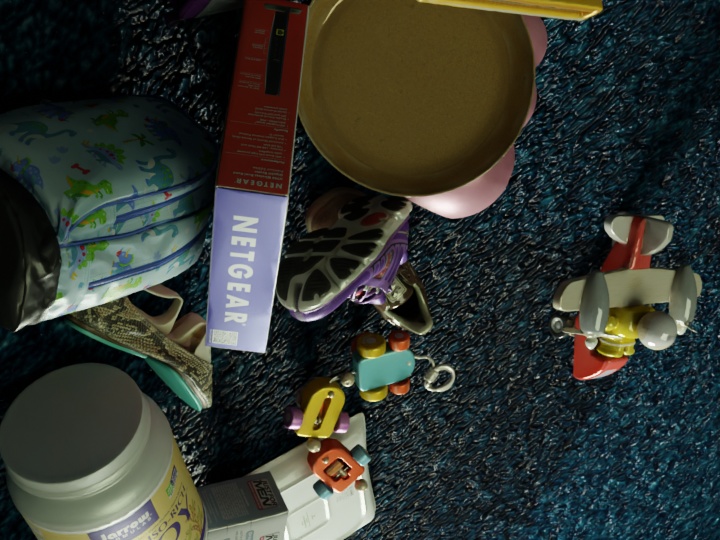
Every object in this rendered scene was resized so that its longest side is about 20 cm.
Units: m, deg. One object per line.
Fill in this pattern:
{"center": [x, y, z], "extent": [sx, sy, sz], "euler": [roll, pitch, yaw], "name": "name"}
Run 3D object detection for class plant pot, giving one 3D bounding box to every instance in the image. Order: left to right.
{"center": [0.042, -0.161, 0.949], "extent": [0.199, 0.027, 0.201], "euler": [0, 95, -5], "name": "plant pot"}

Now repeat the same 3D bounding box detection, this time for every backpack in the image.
{"center": [-0.193, -0.050, 0.833], "extent": [0.200, 0.163, 0.154], "euler": [1, 120, -51], "name": "backpack"}

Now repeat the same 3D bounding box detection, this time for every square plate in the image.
{"center": [-0.066, 0.274, 1.322], "extent": [0.198, 0.028, 0.200], "euler": [-27, 138, -20], "name": "square plate"}

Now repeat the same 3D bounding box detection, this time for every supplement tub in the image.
{"center": [-0.224, 0.191, 1.021], "extent": [0.145, 0.145, 0.200], "euler": [-30, 139, -17], "name": "supplement tub"}

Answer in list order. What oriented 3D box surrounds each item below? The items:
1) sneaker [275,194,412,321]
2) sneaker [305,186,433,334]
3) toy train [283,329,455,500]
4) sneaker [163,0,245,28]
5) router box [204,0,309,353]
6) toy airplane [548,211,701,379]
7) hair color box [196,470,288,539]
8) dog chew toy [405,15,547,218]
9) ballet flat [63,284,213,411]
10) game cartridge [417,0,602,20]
{"center": [0.000, 0.000, 0.984], "extent": [0.200, 0.080, 0.084], "euler": [-40, 125, -56], "name": "sneaker"}
{"center": [0.020, -0.007, 1.111], "extent": [0.070, 0.076, 0.200], "euler": [-43, 141, 0], "name": "sneaker"}
{"center": [-0.003, 0.143, 1.227], "extent": [0.200, 0.056, 0.150], "euler": [-46, 128, 6], "name": "toy train"}
{"center": [-0.112, -0.254, 0.786], "extent": [0.087, 0.074, 0.200], "euler": [-25, 138, -15], "name": "sneaker"}
{"center": [-0.078, -0.067, 0.862], "extent": [0.049, 0.180, 0.200], "euler": [7, 144, -5], "name": "router box"}
{"center": [0.318, 0.030, 1.347], "extent": [0.200, 0.141, 0.199], "euler": [-38, 140, -7], "name": "toy airplane"}
{"center": [-0.179, 0.278, 1.182], "extent": [0.199, 0.061, 0.099], "euler": [-9, 130, -23], "name": "hair color box"}
{"center": [0.098, -0.149, 1.024], "extent": [0.124, 0.124, 0.200], "euler": [16, 105, -47], "name": "dog chew toy"}
{"center": [-0.175, 0.056, 1.016], "extent": [0.075, 0.068, 0.200], "euler": [-56, 140, -10], "name": "ballet flat"}
{"center": [0.097, -0.290, 0.860], "extent": [0.176, 0.032, 0.201], "euler": [-4, 82, -38], "name": "game cartridge"}
